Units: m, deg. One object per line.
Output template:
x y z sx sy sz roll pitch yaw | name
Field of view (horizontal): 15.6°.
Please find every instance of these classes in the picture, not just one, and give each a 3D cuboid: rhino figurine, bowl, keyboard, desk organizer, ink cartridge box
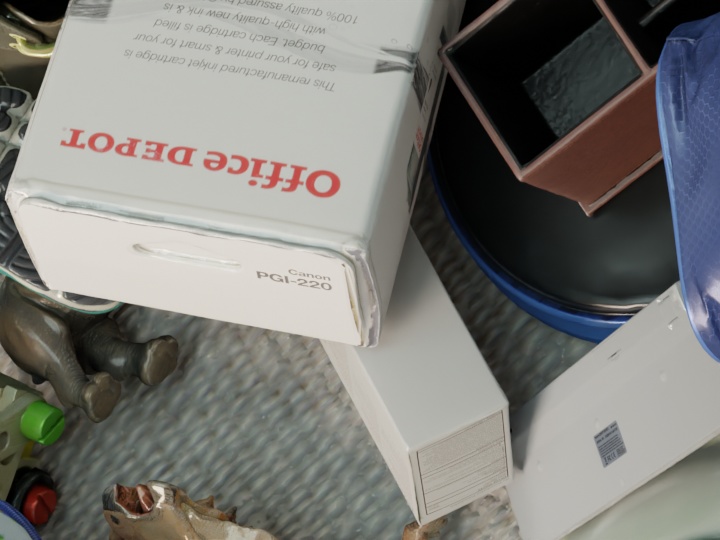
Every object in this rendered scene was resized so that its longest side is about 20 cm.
-0.109 -0.036 1.191 0.087 0.060 0.201 19 89 37 | rhino figurine
0.117 -0.068 1.092 0.200 0.039 0.202 -3 83 26 | bowl
0.097 0.061 1.031 0.056 0.011 0.200 67 154 12 | keyboard
0.134 -0.113 1.023 0.200 0.077 0.072 -38 69 18 | desk organizer
-0.041 -0.083 1.054 0.145 0.085 0.201 10 62 11 | ink cartridge box

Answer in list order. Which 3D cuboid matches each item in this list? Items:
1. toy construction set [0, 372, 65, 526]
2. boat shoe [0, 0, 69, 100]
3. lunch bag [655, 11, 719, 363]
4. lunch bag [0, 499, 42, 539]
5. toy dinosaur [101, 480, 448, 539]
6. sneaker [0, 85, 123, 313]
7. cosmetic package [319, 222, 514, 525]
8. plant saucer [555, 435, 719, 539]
-0.204 0.116 1.181 0.092 0.131 0.200 37 101 26 | toy construction set
-0.140 -0.126 1.104 0.072 0.202 0.060 -19 60 -14 | boat shoe
0.218 -0.037 0.954 0.132 0.199 0.137 -13 82 43 | lunch bag
-0.186 0.201 1.094 0.200 0.082 0.161 -51 63 17 | lunch bag
-0.025 0.172 1.115 0.135 0.086 0.201 -17 87 30 | toy dinosaur
-0.174 -0.043 1.158 0.200 0.080 0.078 32 65 17 | sneaker
0.000 0.000 1.102 0.050 0.083 0.200 -24 64 -9 | cosmetic package
0.148 0.161 1.043 0.199 0.050 0.201 -4 82 27 | plant saucer
